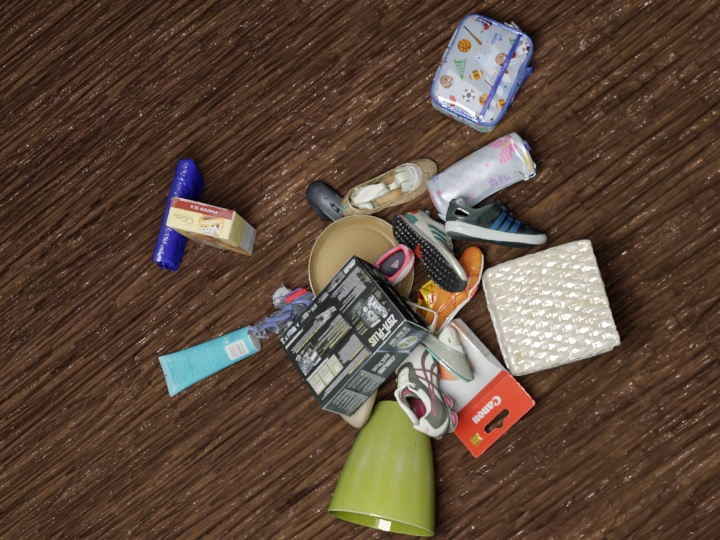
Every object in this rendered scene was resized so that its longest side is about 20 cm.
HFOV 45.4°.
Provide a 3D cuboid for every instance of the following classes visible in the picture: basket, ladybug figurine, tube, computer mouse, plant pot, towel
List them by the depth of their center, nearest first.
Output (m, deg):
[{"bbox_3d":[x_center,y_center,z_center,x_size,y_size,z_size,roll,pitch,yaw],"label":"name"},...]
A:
[{"bbox_3d":[0.321,0.065,1.479,0.198,0.161,0.201,-16,81,8],"label":"basket"},{"bbox_3d":[0.055,0.336,1.490,0.185,0.188,0.202,9,68,10],"label":"plant pot"},{"bbox_3d":[0.002,0.174,1.507,0.071,0.136,0.202,16,58,2],"label":"ladybug figurine"},{"bbox_3d":[0.000,0.000,1.573,0.197,0.027,0.203,1,86,-14],"label":"plant pot"},{"bbox_3d":[-0.339,-0.101,1.618,0.049,0.148,0.203,14,84,-7],"label":"towel"},{"bbox_3d":[-0.027,-0.097,1.620,0.199,0.034,0.059,40,89,11],"label":"computer mouse"},{"bbox_3d":[-0.286,0.165,1.623,0.198,0.050,0.078,-23,75,10],"label":"tube"}]

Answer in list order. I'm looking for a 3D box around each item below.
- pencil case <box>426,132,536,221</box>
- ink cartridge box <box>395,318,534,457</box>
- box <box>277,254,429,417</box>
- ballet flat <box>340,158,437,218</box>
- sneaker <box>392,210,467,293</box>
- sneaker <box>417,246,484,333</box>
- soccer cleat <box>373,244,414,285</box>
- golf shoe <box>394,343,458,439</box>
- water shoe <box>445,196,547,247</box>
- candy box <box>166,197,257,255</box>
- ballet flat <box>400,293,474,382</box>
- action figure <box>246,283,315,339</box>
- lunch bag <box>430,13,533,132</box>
[{"bbox_3d":[0.219,-0.169,1.564,0.198,0.083,0.092,-28,83,5],"label":"pencil case"},{"bbox_3d":[0.180,0.212,1.511,0.200,0.050,0.162,49,114,15],"label":"ink cartridge box"},{"bbox_3d":[-0.014,0.107,1.414,0.200,0.086,0.164,-48,54,10],"label":"box"},{"bbox_3d":[0.056,-0.152,1.584,0.198,0.065,0.071,-30,82,-5],"label":"ballet flat"},{"bbox_3d":[0.144,-0.044,1.530,0.093,0.071,0.200,-21,49,-28],"label":"sneaker"},{"bbox_3d":[0.151,0.038,1.543,0.077,0.073,0.201,37,87,-27],"label":"sneaker"},{"bbox_3d":[0.016,0.030,1.507,0.200,0.077,0.067,-43,73,-4],"label":"soccer cleat"},{"bbox_3d":[0.094,0.189,1.462,0.077,0.088,0.201,-46,53,25],"label":"golf shoe"},{"bbox_3d":[0.246,-0.088,1.522,0.197,0.071,0.080,7,84,-21],"label":"water shoe"},{"bbox_3d":[-0.266,-0.077,1.567,0.114,0.200,0.056,13,85,6],"label":"candy box"},{"bbox_3d":[0.126,0.109,1.466,0.199,0.067,0.064,38,100,27],"label":"ballet flat"},{"bbox_3d":[-0.117,0.118,1.566,0.198,0.105,0.195,-18,70,-31],"label":"action figure"},{"bbox_3d":[0.229,-0.368,1.595,0.159,0.076,0.202,26,88,9],"label":"lunch bag"}]
